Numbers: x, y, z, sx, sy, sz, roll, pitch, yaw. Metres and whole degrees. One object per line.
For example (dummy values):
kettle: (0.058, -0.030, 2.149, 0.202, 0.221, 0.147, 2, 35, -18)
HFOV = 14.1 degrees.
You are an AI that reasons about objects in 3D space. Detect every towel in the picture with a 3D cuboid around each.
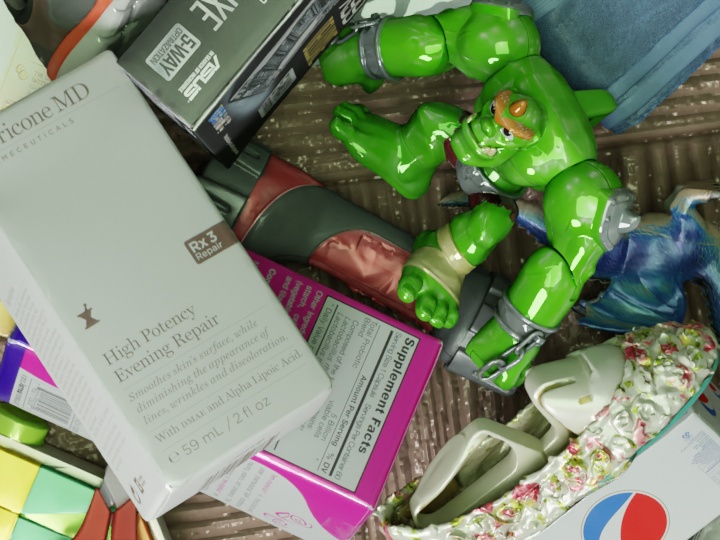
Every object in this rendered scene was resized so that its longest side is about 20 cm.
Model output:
towel: (0.106, -0.175, 1.477, 0.112, 0.049, 0.200, -41, 105, -4)

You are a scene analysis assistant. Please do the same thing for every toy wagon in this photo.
toy wagon: (-0.198, 0.151, 1.544, 0.199, 0.040, 0.156, 23, 97, -3)

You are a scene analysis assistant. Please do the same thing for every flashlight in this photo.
flashlight: (0.000, 0.000, 1.507, 0.199, 0.068, 0.068, 30, 96, -3)

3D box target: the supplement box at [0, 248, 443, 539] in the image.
supplement box: (-0.073, 0.051, 1.483, 0.199, 0.101, 0.104, 26, 69, -3)

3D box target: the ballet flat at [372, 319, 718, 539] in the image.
ballet flat: (0.088, 0.086, 1.444, 0.200, 0.076, 0.064, -43, 119, 10)

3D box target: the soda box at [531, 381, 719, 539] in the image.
soda box: (0.107, 0.130, 1.498, 0.200, 0.068, 0.064, -39, 121, 16)

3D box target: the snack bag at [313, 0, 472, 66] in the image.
snack bag: (-0.001, -0.205, 1.502, 0.188, 0.021, 0.201, -11, 98, 2)

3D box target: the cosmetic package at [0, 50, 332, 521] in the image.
cosmetic package: (-0.111, 0.007, 1.396, 0.101, 0.074, 0.200, -32, 82, -21)

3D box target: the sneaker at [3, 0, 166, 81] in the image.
sneaker: (-0.121, -0.169, 1.410, 0.082, 0.077, 0.200, 45, 129, 7)

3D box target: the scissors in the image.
scissors: (-0.132, 0.112, 1.513, 0.073, 0.014, 0.201, 2, 77, -8)

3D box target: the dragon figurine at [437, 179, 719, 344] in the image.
dragon figurine: (0.139, 0.004, 1.510, 0.199, 0.059, 0.100, 1, 97, -1)

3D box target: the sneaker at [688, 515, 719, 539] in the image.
sneaker: (0.176, 0.203, 1.536, 0.090, 0.066, 0.201, -3, 94, 4)

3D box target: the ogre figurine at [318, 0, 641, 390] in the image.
ogre figurine: (0.062, -0.057, 1.455, 0.120, 0.098, 0.201, -36, 55, 29)

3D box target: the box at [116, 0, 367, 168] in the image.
box: (-0.038, -0.131, 1.377, 0.050, 0.200, 0.158, 40, 88, 3)

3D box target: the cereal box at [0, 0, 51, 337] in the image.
cereal box: (-0.210, -0.083, 1.512, 0.143, 0.040, 0.201, 22, 97, -1)
